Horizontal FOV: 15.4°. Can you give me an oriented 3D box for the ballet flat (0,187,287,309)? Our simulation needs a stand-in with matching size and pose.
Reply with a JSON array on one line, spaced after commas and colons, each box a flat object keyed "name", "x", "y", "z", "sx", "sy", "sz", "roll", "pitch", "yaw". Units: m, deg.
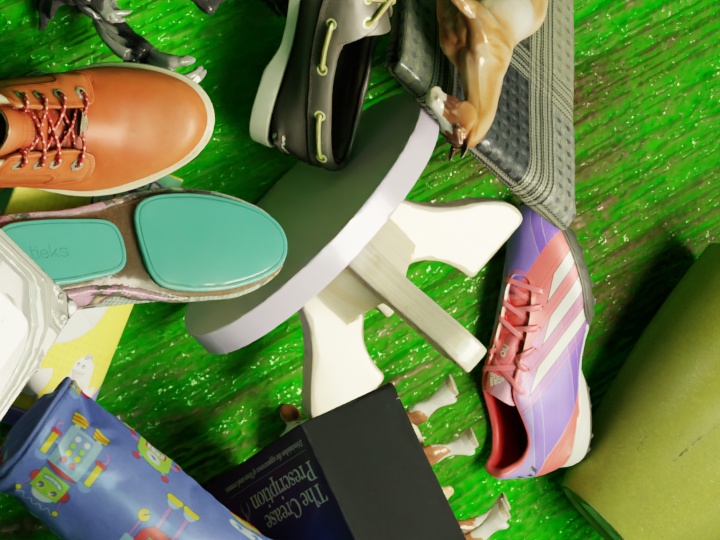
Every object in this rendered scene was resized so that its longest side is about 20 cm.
[{"name": "ballet flat", "x": -0.140, "y": -0.006, "z": 1.526, "sx": 0.200, "sy": 0.071, "sz": 0.069, "roll": -7, "pitch": 77, "yaw": -33}]

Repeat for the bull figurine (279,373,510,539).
[{"name": "bull figurine", "x": 0.025, "y": 0.140, "z": 1.763, "sx": 0.121, "sy": 0.065, "sz": 0.200, "roll": -23, "pitch": 131, "yaw": 3}]

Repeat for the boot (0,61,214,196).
[{"name": "boot", "x": -0.172, "y": -0.075, "z": 1.463, "sx": 0.199, "sy": 0.107, "sz": 0.075, "roll": -6, "pitch": 94, "yaw": -14}]

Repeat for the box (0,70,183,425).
[{"name": "box", "x": -0.182, "y": -0.008, "z": 1.565, "sx": 0.117, "sy": 0.048, "sz": 0.201, "roll": 23, "pitch": 86, "yaw": -42}]

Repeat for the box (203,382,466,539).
[{"name": "box", "x": -0.024, "y": 0.173, "z": 1.623, "sx": 0.079, "sy": 0.200, "sz": 0.141, "roll": -23, "pitch": 82, "yaw": -35}]

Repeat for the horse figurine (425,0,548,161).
[{"name": "horse figurine", "x": 0.071, "y": -0.170, "z": 1.617, "sx": 0.133, "sy": 0.050, "sz": 0.200, "roll": 61, "pitch": 29, "yaw": -19}]

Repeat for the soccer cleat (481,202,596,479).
[{"name": "soccer cleat", "x": 0.116, "y": 0.051, "z": 1.828, "sx": 0.073, "sy": 0.068, "sz": 0.201, "roll": -19, "pitch": 117, "yaw": -31}]

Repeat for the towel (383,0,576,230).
[{"name": "towel", "x": 0.075, "y": -0.150, "z": 1.694, "sx": 0.192, "sy": 0.034, "sz": 0.200, "roll": 39, "pitch": 42, "yaw": -38}]

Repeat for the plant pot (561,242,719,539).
[{"name": "plant pot", "x": 0.244, "y": 0.115, "z": 1.898, "sx": 0.200, "sy": 0.187, "sz": 0.187, "roll": -43, "pitch": 128, "yaw": -7}]

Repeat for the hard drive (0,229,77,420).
[{"name": "hard drive", "x": -0.252, "y": 0.010, "z": 1.372, "sx": 0.200, "sy": 0.038, "sz": 0.140, "roll": 47, "pitch": 64, "yaw": -30}]

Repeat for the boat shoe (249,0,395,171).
[{"name": "boat shoe", "x": -0.009, "y": -0.153, "z": 1.584, "sx": 0.072, "sy": 0.060, "sz": 0.202, "roll": -43, "pitch": 156, "yaw": -53}]

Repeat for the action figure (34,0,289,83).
[{"name": "action figure", "x": -0.109, "y": -0.172, "z": 1.536, "sx": 0.200, "sy": 0.102, "sz": 0.119, "roll": -17, "pitch": 146, "yaw": -41}]

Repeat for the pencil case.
[{"name": "pencil case", "x": -0.120, "y": 0.145, "z": 1.541, "sx": 0.200, "sy": 0.087, "sz": 0.078, "roll": 38, "pitch": 107, "yaw": -13}]

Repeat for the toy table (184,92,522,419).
[{"name": "toy table", "x": 0.000, "y": 0.000, "z": 1.652, "sx": 0.200, "sy": 0.184, "sz": 0.117, "roll": -43, "pitch": 115, "yaw": 6}]
